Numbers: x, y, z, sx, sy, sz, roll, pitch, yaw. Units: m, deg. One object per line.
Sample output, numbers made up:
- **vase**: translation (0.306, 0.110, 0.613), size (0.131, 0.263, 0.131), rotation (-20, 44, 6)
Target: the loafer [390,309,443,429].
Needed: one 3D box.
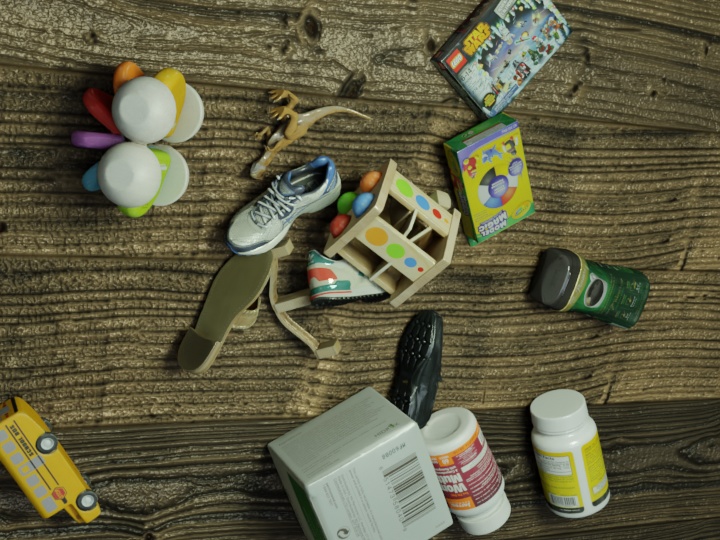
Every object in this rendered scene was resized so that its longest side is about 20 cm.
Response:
- **loafer**: translation (0.098, 0.161, 1.715), size (0.070, 0.068, 0.201), rotation (6, 99, -45)

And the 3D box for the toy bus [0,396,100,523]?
- **toy bus**: translation (-0.442, 0.272, 1.486), size (0.078, 0.065, 0.200), rotation (-33, 115, -14)

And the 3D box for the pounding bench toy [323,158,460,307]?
- **pounding bench toy**: translation (0.048, -0.083, 1.582), size (0.156, 0.200, 0.124), rotation (37, 128, -16)

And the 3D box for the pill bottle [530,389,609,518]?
- **pill bottle**: translation (0.359, 0.315, 1.847), size (0.114, 0.114, 0.200), rotation (-23, 112, -18)

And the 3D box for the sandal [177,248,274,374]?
- **sandal**: translation (-0.186, 0.062, 1.561), size (0.212, 0.078, 0.070), rotation (-57, 151, -5)

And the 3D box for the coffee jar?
- **coffee jar**: translation (0.384, 0.029, 1.798), size (0.200, 0.085, 0.105), rotation (15, 100, -28)

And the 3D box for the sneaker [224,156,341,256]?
- **sneaker**: translation (-0.114, -0.101, 1.520), size (0.200, 0.085, 0.077), rotation (-39, 75, -18)

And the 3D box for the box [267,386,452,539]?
- **box**: translation (-0.002, 0.328, 1.648), size (0.200, 0.171, 0.199), rotation (-27, 113, -16)

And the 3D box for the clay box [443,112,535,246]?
- **clay box**: translation (0.207, -0.133, 1.675), size (0.115, 0.048, 0.200), rotation (-29, 125, -14)

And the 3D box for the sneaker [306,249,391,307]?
- **sneaker**: translation (-0.001, 0.000, 1.611), size (0.199, 0.070, 0.094), rotation (-5, 79, -43)

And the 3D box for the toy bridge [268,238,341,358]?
- **toy bridge**: translation (-0.098, 0.045, 1.591), size (0.067, 0.027, 0.200), rotation (-16, 113, 22)

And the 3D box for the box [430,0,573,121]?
- **box**: translation (0.220, -0.347, 1.647), size (0.200, 0.040, 0.137), rotation (-49, 117, -6)

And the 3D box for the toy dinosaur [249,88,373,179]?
- **toy dinosaur**: translation (-0.091, -0.212, 1.539), size (0.200, 0.060, 0.106), rotation (-35, 140, -7)

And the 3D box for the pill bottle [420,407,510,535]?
- **pill bottle**: translation (0.172, 0.334, 1.766), size (0.109, 0.110, 0.200), rotation (-32, 114, -14)

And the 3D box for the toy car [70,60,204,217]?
- **toy car**: translation (-0.303, -0.175, 1.398), size (0.150, 0.175, 0.201), rotation (16, 98, 7)
